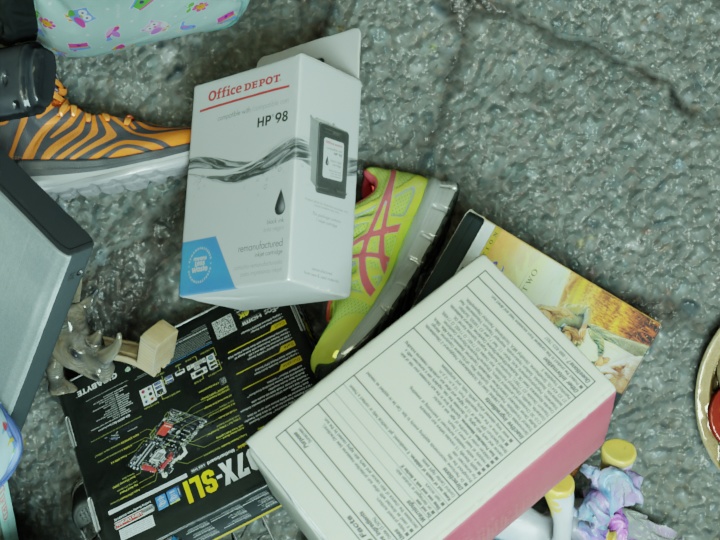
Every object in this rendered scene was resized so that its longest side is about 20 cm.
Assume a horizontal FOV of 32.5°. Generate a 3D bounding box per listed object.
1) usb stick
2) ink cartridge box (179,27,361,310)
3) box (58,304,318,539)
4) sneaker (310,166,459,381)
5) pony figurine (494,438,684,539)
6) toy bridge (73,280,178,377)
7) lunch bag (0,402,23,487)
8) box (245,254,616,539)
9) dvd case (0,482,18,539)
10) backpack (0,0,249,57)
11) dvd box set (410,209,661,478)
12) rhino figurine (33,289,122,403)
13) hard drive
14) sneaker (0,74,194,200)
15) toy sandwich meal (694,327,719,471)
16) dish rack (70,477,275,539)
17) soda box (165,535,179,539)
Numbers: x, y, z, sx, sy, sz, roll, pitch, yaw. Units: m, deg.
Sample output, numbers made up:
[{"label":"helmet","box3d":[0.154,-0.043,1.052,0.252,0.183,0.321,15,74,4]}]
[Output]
[{"label":"usb stick","box3d":[-0.305,-0.128,0.900,0.199,0.033,0.056,-4,77,28]},{"label":"ink cartridge box","box3d":[-0.064,-0.079,0.886,0.115,0.066,0.202,-8,74,41]},{"label":"box","box3d":[-0.114,0.114,0.918,0.199,0.049,0.160,-27,57,0]},{"label":"sneaker","box3d":[0.000,0.000,0.917,0.090,0.078,0.201,24,53,7]},{"label":"pony figurine","box3d":[0.144,0.200,0.916,0.192,0.167,0.201,16,135,13]},{"label":"toy bridge","box3d":[-0.228,0.022,0.940,0.199,0.027,0.067,31,134,14]},{"label":"lunch bag","box3d":[-0.341,0.100,0.827,0.161,0.082,0.200,-45,79,4]},{"label":"box","box3d":[0.047,0.111,0.793,0.200,0.109,0.128,-37,65,-12]},{"label":"dvd case","box3d":[-0.350,0.166,0.918,0.199,0.022,0.147,11,127,11]},{"label":"backpack","box3d":[-0.176,-0.228,0.881,0.199,0.167,0.127,-14,86,-15]},{"label":"dvd box set","box3d":[0.122,0.061,0.930,0.199,0.029,0.147,28,93,-31]},{"label":"rhino figurine","box3d":[-0.245,0.053,0.909,0.199,0.060,0.088,-5,100,39]},{"label":"hard drive","box3d":[-0.264,0.015,0.850,0.139,0.033,0.201,41,126,16]},{"label":"sneaker","box3d":[-0.209,-0.114,0.926,0.198,0.078,0.113,-9,87,-9]},{"label":"toy sandwich meal","box3d":[0.364,0.099,0.961,0.203,0.070,0.207,0,95,-1]},{"label":"dish rack","box3d":[-0.127,0.233,0.972,0.153,0.055,0.201,-25,97,2]},{"label":"soda box","box3d":[-0.099,0.280,0.894,0.068,0.064,0.200,-34,126,8]}]
